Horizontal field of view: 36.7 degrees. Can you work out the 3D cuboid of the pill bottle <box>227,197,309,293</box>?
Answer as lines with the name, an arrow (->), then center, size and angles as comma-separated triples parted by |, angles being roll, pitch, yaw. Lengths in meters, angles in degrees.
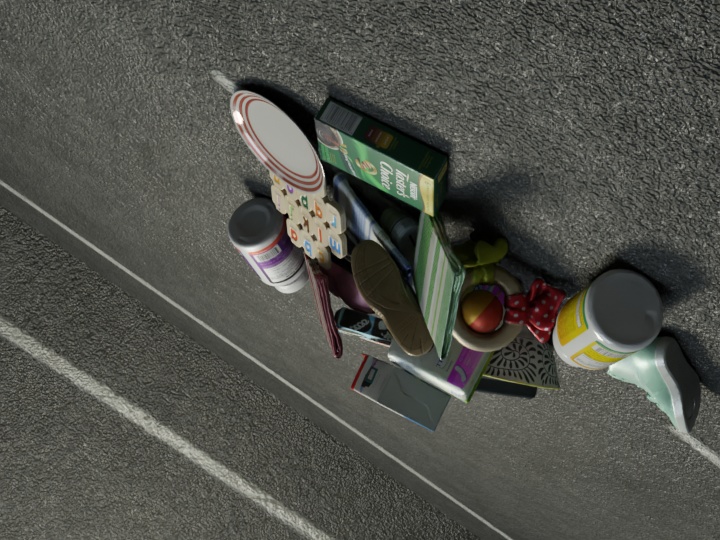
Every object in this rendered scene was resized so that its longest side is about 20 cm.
pill bottle -> -0.167, -0.041, 2.078 | 0.110, 0.112, 0.201 | 21, 159, 29

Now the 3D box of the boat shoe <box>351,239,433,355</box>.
boat shoe -> 0.051, 0.045, 1.680 | 0.201, 0.071, 0.065 | 56, -175, 16

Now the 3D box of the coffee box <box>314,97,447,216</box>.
coffee box -> 0.030, -0.160, 1.546 | 0.198, 0.044, 0.123 | 28, 162, 12

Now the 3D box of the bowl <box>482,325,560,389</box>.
bowl -> 0.246, 0.131, 1.824 | 0.197, 0.096, 0.201 | 12, 179, 0

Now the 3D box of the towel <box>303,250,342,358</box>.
towel -> -0.065, 0.052, 1.881 | 0.200, 0.022, 0.147 | -120, 18, -72

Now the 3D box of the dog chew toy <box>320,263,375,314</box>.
dog chew toy -> -0.012, 0.002, 1.931 | 0.124, 0.125, 0.199 | 44, 166, -34

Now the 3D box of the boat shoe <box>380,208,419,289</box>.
boat shoe -> 0.084, -0.035, 1.774 | 0.062, 0.071, 0.201 | 50, 171, 34

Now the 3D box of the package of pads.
package of pads -> 0.148, 0.086, 1.739 | 0.153, 0.202, 0.068 | 25, 169, 20

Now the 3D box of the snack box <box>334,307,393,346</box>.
snack box -> 0.050, 0.113, 1.911 | 0.196, 0.038, 0.116 | 17, 172, -5

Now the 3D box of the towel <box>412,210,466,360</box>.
towel -> 0.111, 0.008, 1.585 | 0.023, 0.201, 0.155 | 0, 122, -13

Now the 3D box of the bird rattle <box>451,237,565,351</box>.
bird rattle -> 0.203, 0.047, 1.642 | 0.200, 0.163, 0.113 | 45, 178, -11

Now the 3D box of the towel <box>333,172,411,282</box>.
towel -> 0.019, -0.058, 1.753 | 0.201, 0.024, 0.147 | 53, 168, 16

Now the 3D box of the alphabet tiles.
alphabet tiles -> -0.087, -0.105, 1.784 | 0.199, 0.014, 0.198 | 37, 143, 38

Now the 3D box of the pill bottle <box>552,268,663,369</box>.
pill bottle -> 0.342, 0.077, 1.540 | 0.112, 0.114, 0.200 | 31, 162, 2

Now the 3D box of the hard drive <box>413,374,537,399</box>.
hard drive -> 0.191, 0.184, 1.867 | 0.198, 0.034, 0.138 | 13, 180, -40

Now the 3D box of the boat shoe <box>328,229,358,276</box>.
boat shoe -> 0.000, 0.000, 1.785 | 0.200, 0.057, 0.067 | 44, 164, 43

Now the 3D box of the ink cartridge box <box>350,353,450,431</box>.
ink cartridge box -> 0.059, 0.201, 1.830 | 0.115, 0.068, 0.200 | 28, 175, -15

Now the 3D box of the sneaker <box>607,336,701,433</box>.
sneaker -> 0.446, 0.167, 1.662 | 0.117, 0.074, 0.202 | 6, 139, 42

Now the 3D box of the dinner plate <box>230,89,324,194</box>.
dinner plate -> -0.124, -0.202, 1.681 | 0.199, 0.024, 0.201 | 38, 159, 18
